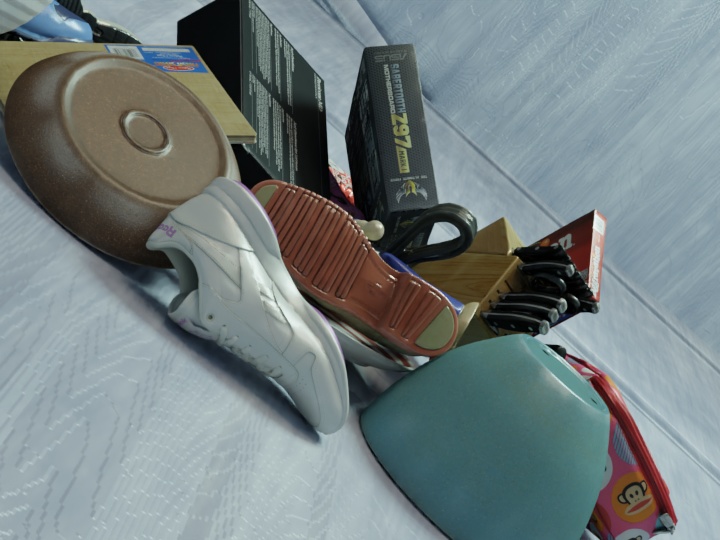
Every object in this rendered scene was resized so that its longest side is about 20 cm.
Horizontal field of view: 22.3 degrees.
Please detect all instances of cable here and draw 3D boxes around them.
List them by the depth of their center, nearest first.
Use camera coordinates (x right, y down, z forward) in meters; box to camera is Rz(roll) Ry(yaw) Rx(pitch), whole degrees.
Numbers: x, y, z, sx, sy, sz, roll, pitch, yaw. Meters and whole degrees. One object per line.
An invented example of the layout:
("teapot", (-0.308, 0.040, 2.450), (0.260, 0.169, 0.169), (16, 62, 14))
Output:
("cable", (0.026, -0.010, 1.574), (0.097, 0.200, 0.050), (41, 39, 1))

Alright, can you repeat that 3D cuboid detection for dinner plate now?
("dinner plate", (-0.043, 0.032, 1.491), (0.199, 0.024, 0.200), (35, 3, -2))

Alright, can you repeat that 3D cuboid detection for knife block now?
("knife block", (0.106, 0.040, 1.581), (0.064, 0.199, 0.176), (53, 19, -26))

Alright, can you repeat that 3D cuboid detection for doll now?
("doll", (0.000, 0.000, 1.514), (0.199, 0.049, 0.137), (29, -29, 3))

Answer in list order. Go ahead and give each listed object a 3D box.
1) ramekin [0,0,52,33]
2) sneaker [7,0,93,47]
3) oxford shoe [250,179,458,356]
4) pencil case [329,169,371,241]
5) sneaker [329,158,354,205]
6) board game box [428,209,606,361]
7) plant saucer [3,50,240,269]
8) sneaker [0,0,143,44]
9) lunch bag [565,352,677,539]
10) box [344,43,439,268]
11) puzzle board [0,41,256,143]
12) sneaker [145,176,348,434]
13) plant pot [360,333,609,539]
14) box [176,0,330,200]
("ramekin", (-0.307, -0.274, 1.392), (0.200, 0.201, 0.098), (44, 4, 14))
("sneaker", (-0.300, -0.246, 1.512), (0.199, 0.083, 0.074), (29, -4, -29))
("oxford shoe", (-0.018, 0.006, 1.438), (0.200, 0.071, 0.074), (41, -22, -12))
("pencil case", (-0.057, -0.066, 1.692), (0.082, 0.087, 0.200), (3, 34, -25))
("sneaker", (-0.026, -0.067, 1.873), (0.201, 0.067, 0.108), (42, 12, 21))
("board game box", (0.141, 0.026, 1.670), (0.019, 0.199, 0.103), (37, 42, -26))
("plant saucer", (-0.166, -0.093, 1.356), (0.199, 0.037, 0.202), (23, 43, -23))
("sneaker", (-0.279, -0.216, 1.622), (0.079, 0.078, 0.200), (25, -9, 46))
("lunch bag", (0.205, 0.170, 1.612), (0.177, 0.081, 0.200), (63, -4, -11))
("box", (0.026, -0.091, 1.654), (0.200, 0.051, 0.159), (104, -20, -69))
("puzzle board", (-0.200, -0.141, 1.470), (0.198, 0.018, 0.151), (-2, 35, -29))
("sneaker", (-0.082, 0.038, 1.313), (0.201, 0.099, 0.075), (59, -24, -5))
("plant pot", (0.117, 0.130, 1.436), (0.200, 0.135, 0.200), (39, 12, -9))
("box", (-0.094, -0.125, 1.597), (0.141, 0.078, 0.201), (44, 31, -40))
